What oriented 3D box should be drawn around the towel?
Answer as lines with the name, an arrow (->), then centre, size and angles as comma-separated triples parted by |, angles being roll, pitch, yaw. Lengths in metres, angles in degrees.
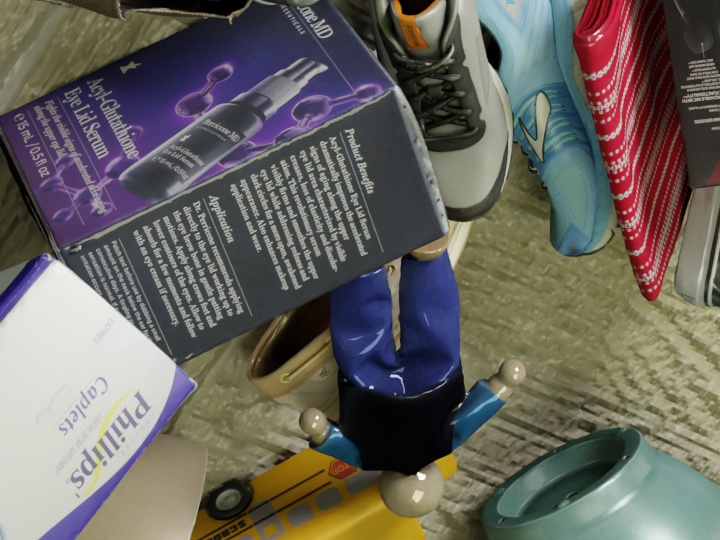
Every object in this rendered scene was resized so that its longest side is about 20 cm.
towel -> 0.167, -0.102, 1.334 | 0.022, 0.145, 0.201 | 2, 135, 25

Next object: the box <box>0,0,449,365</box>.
box -> -0.076, -0.051, 1.241 | 0.199, 0.148, 0.105 | -27, 128, -7

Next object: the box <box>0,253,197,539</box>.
box -> -0.209, 0.100, 1.162 | 0.105, 0.200, 0.184 | 45, 64, -16

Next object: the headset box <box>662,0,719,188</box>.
headset box -> 0.251, -0.137, 1.288 | 0.148, 0.077, 0.201 | -6, 102, 23

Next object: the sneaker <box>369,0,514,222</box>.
sneaker -> 0.037, -0.116, 1.265 | 0.074, 0.079, 0.201 | -7, 114, 13

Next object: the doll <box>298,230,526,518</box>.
doll -> 0.029, 0.064, 1.337 | 0.136, 0.049, 0.201 | -9, 124, -9

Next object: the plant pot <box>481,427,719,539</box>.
plant pot -> 0.160, 0.187, 1.496 | 0.200, 0.200, 0.135 | -29, 102, -4

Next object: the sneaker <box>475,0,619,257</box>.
sneaker -> 0.101, -0.097, 1.350 | 0.090, 0.078, 0.201 | -14, 119, 0

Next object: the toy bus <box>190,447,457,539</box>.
toy bus -> -0.031, 0.159, 1.444 | 0.199, 0.078, 0.065 | -29, 129, -4

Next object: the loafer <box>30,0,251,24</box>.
loafer -> -0.137, -0.169, 1.182 | 0.199, 0.071, 0.073 | 1, 120, -25

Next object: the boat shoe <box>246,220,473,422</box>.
boat shoe -> 0.000, 0.000, 1.356 | 0.069, 0.074, 0.201 | 21, 107, -31

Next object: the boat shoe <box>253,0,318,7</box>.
boat shoe -> 0.002, -0.223, 1.178 | 0.074, 0.068, 0.200 | 43, 76, -37

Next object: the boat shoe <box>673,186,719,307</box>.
boat shoe -> 0.244, -0.072, 1.388 | 0.071, 0.072, 0.201 | 13, 99, 16

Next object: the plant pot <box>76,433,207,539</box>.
plant pot -> -0.185, 0.173, 1.330 | 0.134, 0.200, 0.201 | 21, 113, -8
